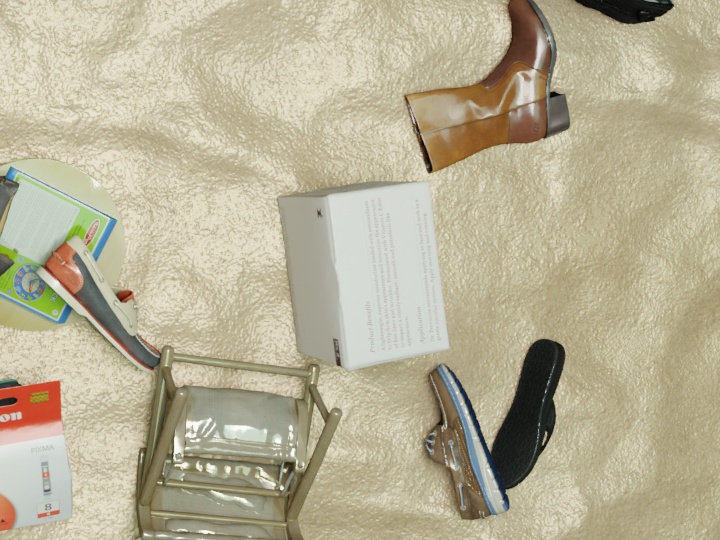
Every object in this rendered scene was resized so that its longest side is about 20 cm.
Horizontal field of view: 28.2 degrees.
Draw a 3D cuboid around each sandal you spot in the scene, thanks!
[{"bbox_3d":[0.225,0.189,1.836,0.048,0.075,0.202,23,86,-35],"label":"sandal"}]

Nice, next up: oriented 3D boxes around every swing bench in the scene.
[{"bbox_3d":[-0.149,0.214,1.681,0.198,0.130,0.201,9,110,-19],"label":"swing bench"}]

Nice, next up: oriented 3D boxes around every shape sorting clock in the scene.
[{"bbox_3d":[-0.370,-0.029,1.645,0.198,0.039,0.202,-2,99,-10],"label":"shape sorting clock"}]

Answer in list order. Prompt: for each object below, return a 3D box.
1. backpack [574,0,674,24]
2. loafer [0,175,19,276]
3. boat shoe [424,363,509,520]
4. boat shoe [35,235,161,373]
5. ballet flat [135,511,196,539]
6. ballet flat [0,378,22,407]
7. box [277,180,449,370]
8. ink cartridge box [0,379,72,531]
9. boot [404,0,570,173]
[{"bbox_3d":[0.315,-0.395,1.790,0.199,0.167,0.127,25,80,-24],"label":"backpack"},{"bbox_3d":[-0.419,-0.010,1.583,0.072,0.073,0.202,4,98,-11],"label":"loafer"},{"bbox_3d":[0.119,0.218,1.797,0.072,0.072,0.201,-22,83,9],"label":"boat shoe"},{"bbox_3d":[-0.286,0.043,1.639,0.063,0.071,0.200,-48,126,-11],"label":"boat shoe"},{"bbox_3d":[-0.262,0.359,1.699,0.200,0.071,0.065,-36,76,-15],"label":"ballet flat"},{"bbox_3d":[-0.469,0.174,1.604,0.199,0.073,0.074,-12,97,-19],"label":"ballet flat"},{"bbox_3d":[0.000,0.000,1.683,0.130,0.200,0.200,-9,96,-19],"label":"box"},{"bbox_3d":[-0.403,0.215,1.587,0.161,0.050,0.201,-8,138,-17],"label":"ink cartridge box"},{"bbox_3d":[0.149,-0.238,1.803,0.199,0.068,0.190,-16,105,-9],"label":"boot"}]
